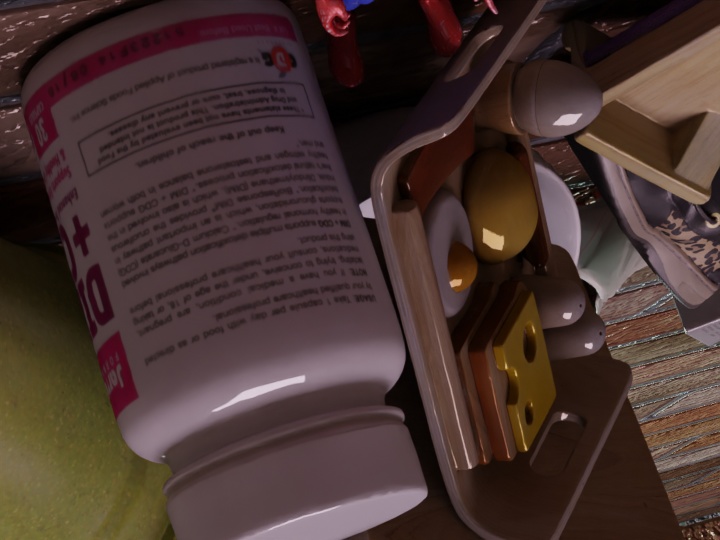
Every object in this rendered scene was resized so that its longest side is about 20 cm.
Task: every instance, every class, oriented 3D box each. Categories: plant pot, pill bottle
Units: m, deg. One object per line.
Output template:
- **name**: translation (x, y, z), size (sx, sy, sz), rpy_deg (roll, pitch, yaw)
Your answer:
- **plant pot**: translation (-0.186, 0.053, 1.050), size (0.200, 0.201, 0.184), rpy_deg (-20, 156, 8)
- **pill bottle**: translation (-0.049, 0.006, 0.962), size (0.113, 0.200, 0.113), rpy_deg (-18, 167, -4)

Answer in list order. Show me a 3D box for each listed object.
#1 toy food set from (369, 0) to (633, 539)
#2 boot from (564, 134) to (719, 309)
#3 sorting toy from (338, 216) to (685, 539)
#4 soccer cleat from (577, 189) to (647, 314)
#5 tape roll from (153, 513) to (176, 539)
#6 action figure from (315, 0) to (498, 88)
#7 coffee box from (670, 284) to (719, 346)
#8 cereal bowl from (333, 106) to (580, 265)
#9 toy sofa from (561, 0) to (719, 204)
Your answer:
- **toy food set**: translation (0.070, -0.004, 1.031), size (0.060, 0.200, 0.144), rpy_deg (-2, -150, 24)
- **boot**: translation (0.185, -0.071, 1.240), size (0.151, 0.073, 0.200), rpy_deg (-32, 141, 7)
- **sorting toy**: translation (0.035, 0.082, 1.095), size (0.200, 0.199, 0.070), rpy_deg (7, 144, -44)
- **soccer cleat**: translation (0.126, -0.006, 1.433), size (0.069, 0.078, 0.200), rpy_deg (-26, 165, 31)
- **tape roll**: translation (-0.140, 0.144, 1.141), size (0.200, 0.200, 0.066), rpy_deg (-21, 156, 10)
- **action figure**: translation (0.012, -0.113, 0.905), size (0.065, 0.052, 0.200), rpy_deg (-13, 165, -1)
- **coffee box**: translation (0.254, -0.049, 1.353), size (0.200, 0.114, 0.080), rpy_deg (-21, 167, 14)
- **cereal bowl**: translation (0.000, 0.000, 1.195), size (0.200, 0.083, 0.200), rpy_deg (-24, 142, -20)
- **toy sofa**: translation (0.183, -0.119, 1.078), size (0.083, 0.098, 0.200), rpy_deg (23, 143, -34)
